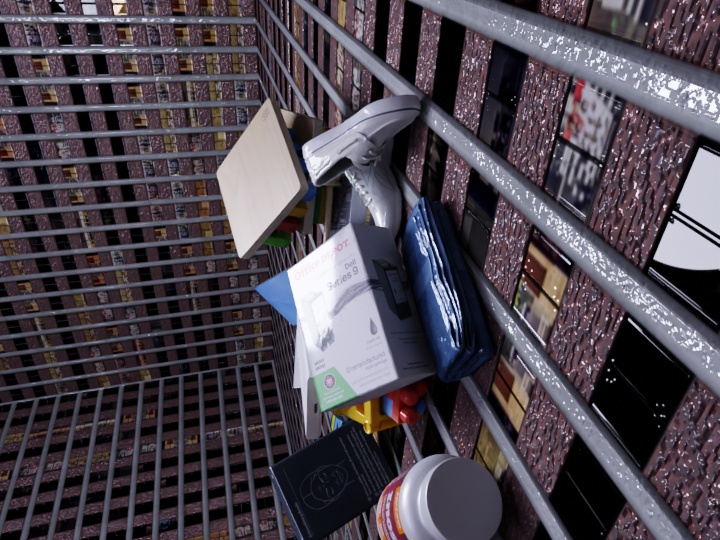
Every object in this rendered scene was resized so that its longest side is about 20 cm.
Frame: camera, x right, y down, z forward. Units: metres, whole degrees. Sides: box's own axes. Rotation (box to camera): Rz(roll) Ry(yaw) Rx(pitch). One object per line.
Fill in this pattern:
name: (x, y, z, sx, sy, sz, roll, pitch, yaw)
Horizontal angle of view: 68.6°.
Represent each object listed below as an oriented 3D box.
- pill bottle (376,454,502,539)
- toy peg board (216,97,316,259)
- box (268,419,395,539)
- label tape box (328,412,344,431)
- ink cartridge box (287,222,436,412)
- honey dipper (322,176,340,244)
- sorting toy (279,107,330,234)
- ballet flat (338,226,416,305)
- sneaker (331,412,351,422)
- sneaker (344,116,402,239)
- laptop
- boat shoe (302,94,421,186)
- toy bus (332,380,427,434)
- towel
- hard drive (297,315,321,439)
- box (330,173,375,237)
pill bottle: (0.090, 0.285, 0.626, 0.201, 0.111, 0.115, 109, 151, -58)
toy peg board: (-0.152, -0.155, 0.949, 0.199, 0.097, 0.203, -41, 59, 34)
box: (-0.053, 0.392, 0.985, 0.150, 0.197, 0.107, 60, 158, 17)
label tape box: (-0.044, 0.294, 1.240, 0.146, 0.062, 0.202, 101, 158, -47)
ink cartridge box: (-0.006, 0.061, 0.689, 0.145, 0.083, 0.204, -32, 66, 37)
honey dipper: (-0.055, -0.093, 0.923, 0.038, 0.037, 0.205, -147, 58, -71)
sorting toy: (-0.113, -0.195, 1.009, 0.199, 0.068, 0.203, 35, 122, 52)
ballet flat: (0.034, 0.000, 0.778, 0.201, 0.069, 0.072, 54, 149, 40)
sneaker: (-0.039, 0.199, 1.038, 0.083, 0.069, 0.204, -174, 81, -81)
sneaker: (0.015, -0.138, 0.804, 0.070, 0.079, 0.205, 163, 99, -73)
laptop: (-0.131, 0.122, 1.035, 0.186, 0.114, 0.204, -23, 61, 55)
boat shoe: (0.001, -0.172, 0.720, 0.197, 0.071, 0.067, -18, 84, 32)
toy bus: (0.033, 0.135, 0.780, 0.191, 0.133, 0.205, 17, 110, 60)
towel: (0.093, 0.024, 0.631, 0.112, 0.047, 0.203, 108, 152, -59)
hard drive: (-0.086, 0.154, 0.878, 0.201, 0.026, 0.134, -108, 18, -55)
box: (-0.016, -0.126, 0.934, 0.200, 0.047, 0.162, -169, 84, -75)
